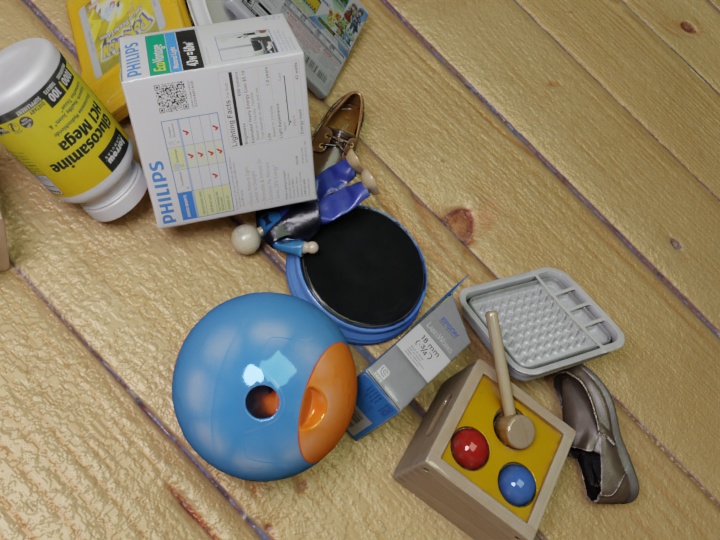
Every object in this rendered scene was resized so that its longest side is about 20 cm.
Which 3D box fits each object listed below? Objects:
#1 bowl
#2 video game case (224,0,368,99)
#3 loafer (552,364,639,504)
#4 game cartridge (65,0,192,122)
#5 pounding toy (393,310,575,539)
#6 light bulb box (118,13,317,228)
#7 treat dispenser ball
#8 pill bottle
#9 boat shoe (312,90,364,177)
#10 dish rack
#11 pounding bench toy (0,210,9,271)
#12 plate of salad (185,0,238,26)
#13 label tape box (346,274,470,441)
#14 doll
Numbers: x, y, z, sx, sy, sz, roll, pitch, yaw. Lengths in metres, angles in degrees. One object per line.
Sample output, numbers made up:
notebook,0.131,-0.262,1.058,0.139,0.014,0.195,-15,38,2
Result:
bowl,0.000,0.000,0.998,0.199,0.039,0.202,9,63,-19
video game case,-0.087,-0.390,1.100,0.200,0.022,0.183,40,61,-32
loafer,0.308,0.221,0.996,0.071,0.073,0.201,-11,69,-26
game cartridge,-0.300,-0.310,0.958,0.032,0.176,0.201,19,49,-59
pounding toy,0.160,0.196,0.906,0.184,0.142,0.200,37,58,-2
light bulb box,-0.167,-0.178,0.882,0.199,0.199,0.125,-12,40,-11
treat dispenser ball,-0.103,0.124,0.798,0.200,0.201,0.202,9,62,-18
pill bottle,-0.333,-0.151,0.837,0.112,0.200,0.113,-14,49,17
boat shoe,-0.041,-0.177,1.050,0.072,0.068,0.201,25,59,-10
dish rack,0.248,0.077,1.034,0.199,0.044,0.172,-12,47,-27
pounding bench toy,-0.446,-0.083,0.758,0.124,0.200,0.157,-15,71,-28
plate of salad,-0.204,-0.334,1.012,0.048,0.200,0.201,-17,68,12
label tape box,0.065,0.108,0.908,0.063,0.144,0.200,48,58,5
doll,-0.080,-0.082,0.965,0.199,0.049,0.137,-32,59,-4
